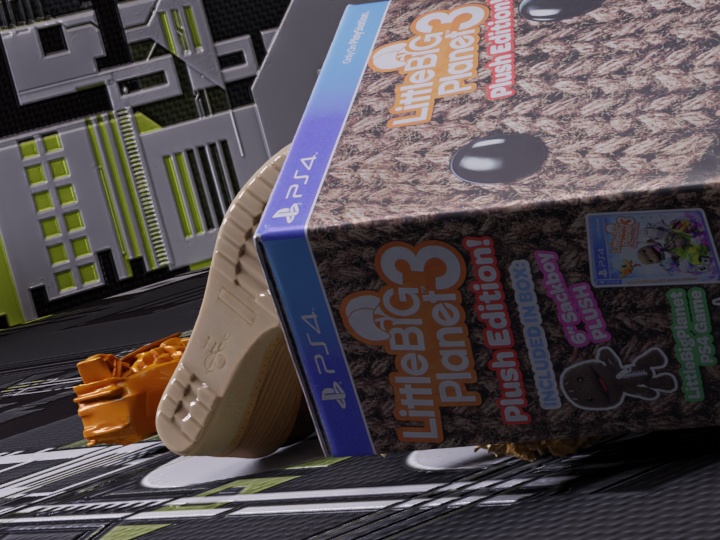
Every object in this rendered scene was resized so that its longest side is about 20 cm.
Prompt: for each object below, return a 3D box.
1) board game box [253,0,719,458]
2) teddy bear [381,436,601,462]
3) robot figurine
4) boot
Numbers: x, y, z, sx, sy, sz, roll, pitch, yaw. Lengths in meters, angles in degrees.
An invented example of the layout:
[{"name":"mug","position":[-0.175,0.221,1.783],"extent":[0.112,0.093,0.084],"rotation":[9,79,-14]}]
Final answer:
[{"name":"board game box","position":[0.084,-0.027,0.906],"extent":[0.199,0.097,0.160],"rotation":[-6,33,17]},{"name":"teddy bear","position":[0.066,0.040,1.000],"extent":[0.145,0.067,0.200],"rotation":[-28,16,-31]},{"name":"robot figurine","position":[-0.054,0.045,1.369],"extent":[0.145,0.058,0.200],"rotation":[-12,5,32]},{"name":"boot","position":[0.000,0.000,1.163],"extent":[0.166,0.072,0.200],"rotation":[-14,-35,-54]}]
